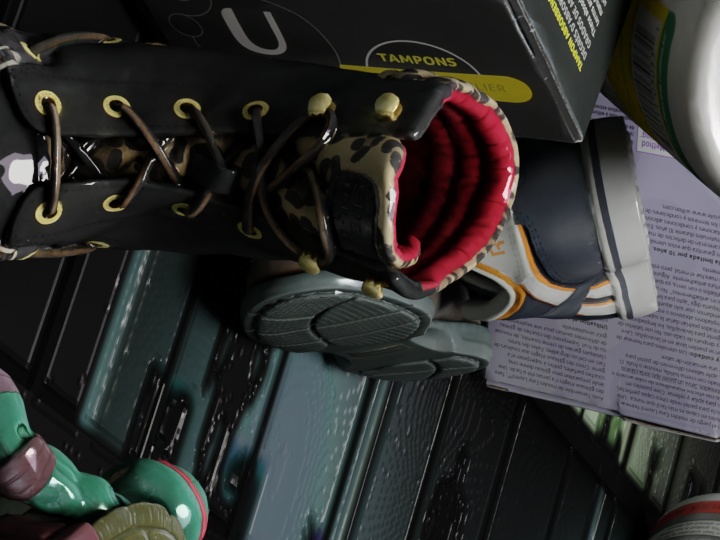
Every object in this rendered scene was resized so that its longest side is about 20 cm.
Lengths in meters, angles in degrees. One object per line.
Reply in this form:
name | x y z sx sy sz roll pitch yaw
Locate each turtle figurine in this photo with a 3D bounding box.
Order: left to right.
turtle figurine | -0.107 0.090 0.787 0.200 0.100 0.151 -33 128 -51

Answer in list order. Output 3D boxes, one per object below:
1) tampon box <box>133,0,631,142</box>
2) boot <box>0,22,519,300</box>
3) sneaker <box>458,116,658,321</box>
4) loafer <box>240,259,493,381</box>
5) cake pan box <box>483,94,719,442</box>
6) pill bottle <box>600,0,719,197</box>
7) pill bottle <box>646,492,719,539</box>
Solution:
tampon box | 0.021 -0.162 0.901 0.201 0.149 0.126 -68 149 -26
boot | -0.054 -0.031 0.786 0.200 0.150 0.074 -6 104 -65
sneaker | 0.073 -0.019 1.052 0.200 0.079 0.079 43 36 -78
loafer | 0.000 0.000 1.030 0.200 0.071 0.063 32 51 -70
cake pan box | 0.144 -0.023 1.156 0.052 0.199 0.185 -23 119 -55
pill bottle | 0.134 -0.096 0.965 0.200 0.112 0.113 -126 -147 -66
pill bottle | 0.171 0.219 1.394 0.200 0.115 0.116 -54 144 -44
